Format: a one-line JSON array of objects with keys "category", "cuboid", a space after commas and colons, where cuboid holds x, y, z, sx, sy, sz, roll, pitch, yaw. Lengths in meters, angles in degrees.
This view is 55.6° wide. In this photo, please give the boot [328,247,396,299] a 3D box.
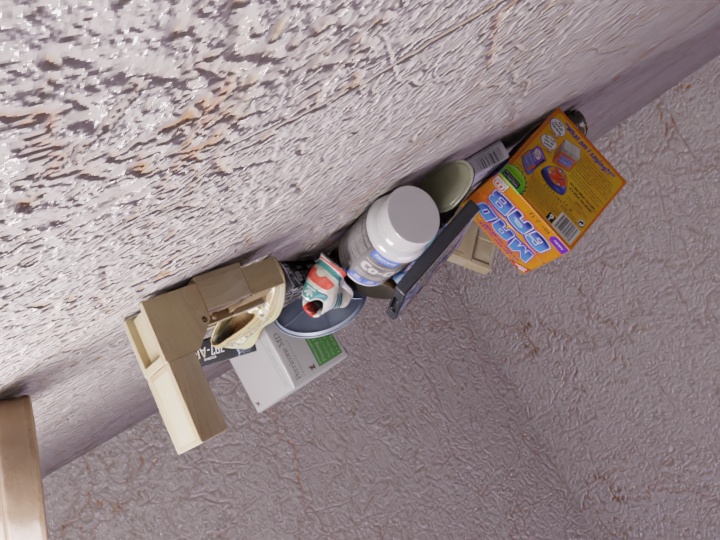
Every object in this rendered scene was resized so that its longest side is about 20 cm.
[{"category": "boot", "cuboid": [0.000, 0.000, 1.288, 0.197, 0.074, 0.076, 16, -117, 42]}]

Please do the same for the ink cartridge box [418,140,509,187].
[{"category": "ink cartridge box", "cuboid": [0.175, -0.161, 1.341, 0.193, 0.044, 0.200, -31, 174, -13]}]

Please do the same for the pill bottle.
[{"category": "pill bottle", "cuboid": [0.046, -0.055, 1.127, 0.112, 0.116, 0.200, -28, 175, -28]}]

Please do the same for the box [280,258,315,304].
[{"category": "box", "cuboid": [-0.161, 0.044, 1.224, 0.155, 0.051, 0.200, -32, 176, 13]}]

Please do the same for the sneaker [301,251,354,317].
[{"category": "sneaker", "cuboid": [-0.067, 0.041, 1.209, 0.094, 0.070, 0.200, -51, 167, -12]}]

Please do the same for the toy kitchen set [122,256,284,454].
[{"category": "toy kitchen set", "cuboid": [-0.194, 0.115, 0.904, 0.197, 0.184, 0.162, -21, 172, -41]}]

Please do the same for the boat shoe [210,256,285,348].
[{"category": "boat shoe", "cuboid": [-0.172, 0.059, 1.050, 0.061, 0.074, 0.202, -8, 143, -39]}]

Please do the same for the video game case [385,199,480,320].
[{"category": "video game case", "cuboid": [0.122, -0.013, 1.186, 0.201, 0.025, 0.181, -48, 171, -14]}]

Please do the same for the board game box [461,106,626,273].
[{"category": "board game box", "cuboid": [0.361, -0.153, 1.373, 0.200, 0.200, 0.200, -44, 180, -18]}]

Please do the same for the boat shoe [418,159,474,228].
[{"category": "boat shoe", "cuboid": [0.136, -0.117, 1.186, 0.065, 0.075, 0.200, -11, 147, -49]}]

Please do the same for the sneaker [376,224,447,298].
[{"category": "sneaker", "cuboid": [0.080, -0.032, 1.303, 0.200, 0.079, 0.090, -45, 151, 9]}]

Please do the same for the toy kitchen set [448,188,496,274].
[{"category": "toy kitchen set", "cuboid": [0.202, -0.090, 1.595, 0.181, 0.195, 0.168, 132, -24, -71]}]

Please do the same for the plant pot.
[{"category": "plant pot", "cuboid": [-0.472, 0.268, 0.811, 0.170, 0.206, 0.200, -8, 166, -28]}]

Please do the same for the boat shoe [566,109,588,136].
[{"category": "boat shoe", "cuboid": [0.481, -0.317, 1.534, 0.059, 0.074, 0.201, -26, 174, 21]}]

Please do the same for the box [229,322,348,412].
[{"category": "box", "cuboid": [-0.173, 0.164, 1.495, 0.169, 0.202, 0.199, -26, 173, -39]}]

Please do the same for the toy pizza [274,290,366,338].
[{"category": "toy pizza", "cuboid": [-0.079, 0.065, 1.344, 0.194, 0.032, 0.203, -10, -141, 8]}]

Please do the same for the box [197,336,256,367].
[{"category": "box", "cuboid": [-0.273, 0.145, 1.262, 0.156, 0.045, 0.200, -16, 179, -11]}]
